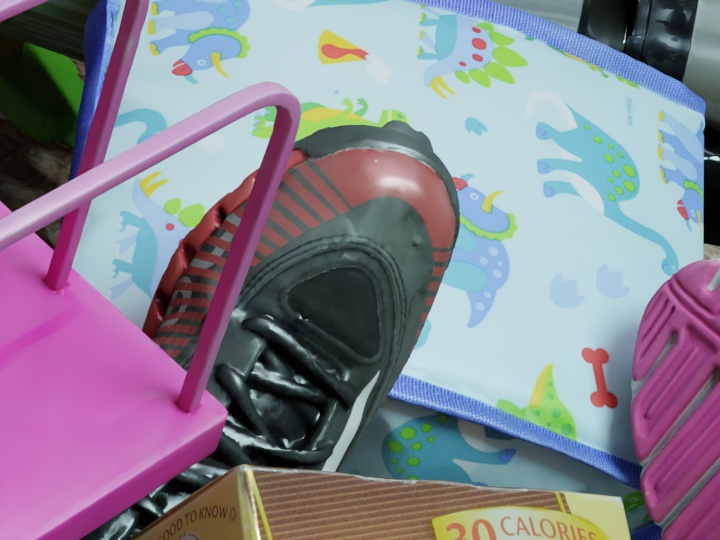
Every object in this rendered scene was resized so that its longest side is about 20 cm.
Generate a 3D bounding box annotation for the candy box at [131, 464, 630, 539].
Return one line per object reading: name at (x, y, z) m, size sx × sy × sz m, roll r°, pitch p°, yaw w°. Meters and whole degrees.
candy box at (0.019, 0.149, 0.570) m, size 0.116 × 0.056 × 0.201 m, roll 7°, pitch 61°, yaw -35°

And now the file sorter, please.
file sorter at (-0.130, -0.035, 0.549) m, size 0.200 × 0.126 × 0.139 m, roll 41°, pitch 45°, yaw 19°

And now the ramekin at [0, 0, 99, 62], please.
ramekin at (-0.081, -0.165, 0.873) m, size 0.097 × 0.201 × 0.200 m, roll 12°, pitch 27°, yaw -33°

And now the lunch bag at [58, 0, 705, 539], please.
lunch bag at (0.000, 0.000, 0.785) m, size 0.199 × 0.127 × 0.171 m, roll 23°, pitch 47°, yaw -22°

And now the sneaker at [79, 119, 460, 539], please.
sneaker at (-0.039, 0.053, 0.644) m, size 0.071 × 0.201 × 0.098 m, roll 35°, pitch 10°, yaw -21°

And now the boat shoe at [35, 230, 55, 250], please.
boat shoe at (-0.149, 0.053, 0.715) m, size 0.072 × 0.065 × 0.200 m, roll 64°, pitch 32°, yaw -21°

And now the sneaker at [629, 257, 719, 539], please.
sneaker at (0.154, 0.078, 0.722) m, size 0.200 × 0.081 × 0.088 m, roll 53°, pitch 28°, yaw 5°

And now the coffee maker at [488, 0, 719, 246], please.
coffee maker at (0.105, -0.063, 0.915) m, size 0.198 × 0.193 × 0.135 m, roll 9°, pitch 36°, yaw 0°

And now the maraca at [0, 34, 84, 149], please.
maraca at (-0.175, -0.107, 0.969) m, size 0.200 × 0.107 × 0.137 m, roll 36°, pitch 15°, yaw -12°
